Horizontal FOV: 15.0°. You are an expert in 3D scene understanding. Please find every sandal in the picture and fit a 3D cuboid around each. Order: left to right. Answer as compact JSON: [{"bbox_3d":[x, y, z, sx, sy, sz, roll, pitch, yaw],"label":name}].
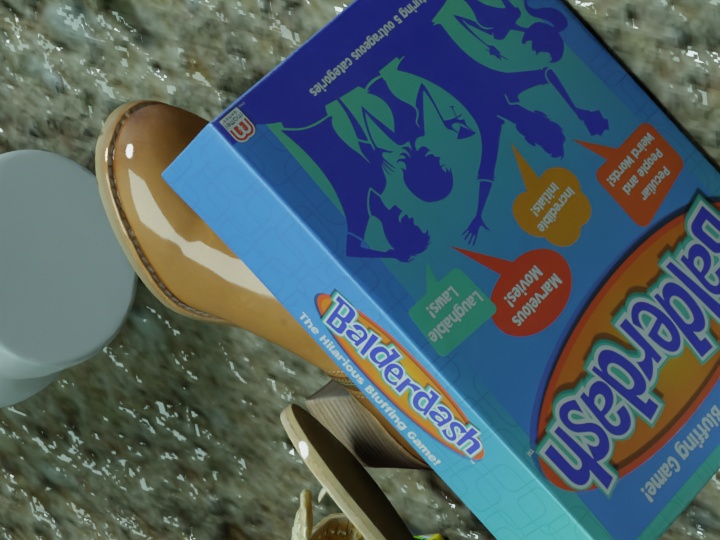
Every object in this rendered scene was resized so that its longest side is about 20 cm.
[{"bbox_3d":[0.006,0.141,1.123,0.212,0.070,0.078,47,-171,-42],"label":"sandal"}]

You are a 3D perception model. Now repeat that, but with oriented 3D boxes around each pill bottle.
[{"bbox_3d":[-0.192,0.013,1.232,0.200,0.113,0.113,-18,110,52],"label":"pill bottle"}]

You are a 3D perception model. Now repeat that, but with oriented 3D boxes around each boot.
[{"bbox_3d":[0.000,0.000,1.054,0.200,0.077,0.155,53,147,-15],"label":"boot"}]

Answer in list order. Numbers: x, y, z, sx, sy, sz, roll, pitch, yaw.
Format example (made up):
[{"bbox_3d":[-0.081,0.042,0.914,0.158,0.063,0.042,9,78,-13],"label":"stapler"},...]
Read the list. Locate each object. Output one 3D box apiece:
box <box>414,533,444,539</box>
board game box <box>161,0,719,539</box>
[{"bbox_3d":[0.045,0.216,1.230,0.070,0.064,0.200,-11,116,50],"label":"box"},{"bbox_3d":[0.053,-0.008,0.935,0.200,0.152,0.045,47,144,-2],"label":"board game box"}]
